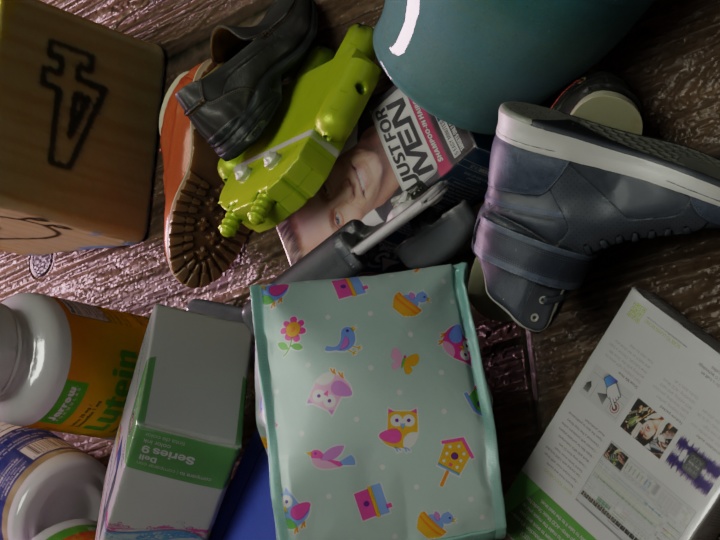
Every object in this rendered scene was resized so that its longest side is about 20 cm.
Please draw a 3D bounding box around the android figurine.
[{"bbox_3d":[-0.053,-0.109,1.365,0.182,0.041,0.201,-16,39,55],"label":"android figurine"}]

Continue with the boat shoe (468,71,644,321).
[{"bbox_3d":[0.142,-0.051,1.230,0.063,0.073,0.202,-82,18,-63],"label":"boat shoe"}]

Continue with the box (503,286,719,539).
[{"bbox_3d":[0.190,0.133,1.156,0.144,0.036,0.201,41,106,40],"label":"box"}]

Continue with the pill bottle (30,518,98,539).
[{"bbox_3d":[-0.208,0.310,1.417,0.200,0.111,0.112,41,107,40],"label":"pill bottle"}]

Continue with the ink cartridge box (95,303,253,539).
[{"bbox_3d":[-0.152,0.152,1.346,0.146,0.087,0.201,-89,14,-52],"label":"ink cartridge box"}]

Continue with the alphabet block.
[{"bbox_3d":[-0.322,-0.131,1.568,0.194,0.199,0.198,-6,75,41],"label":"alphabet block"}]

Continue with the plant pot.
[{"bbox_3d":[0.106,-0.208,1.219,0.188,0.199,0.201,-56,48,35],"label":"plant pot"}]

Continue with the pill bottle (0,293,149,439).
[{"bbox_3d":[-0.259,0.081,1.448,0.111,0.199,0.112,-12,72,39],"label":"pill bottle"}]

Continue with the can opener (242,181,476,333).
[{"bbox_3d":[0.000,0.000,1.278,0.200,0.053,0.067,-37,94,29],"label":"can opener"}]

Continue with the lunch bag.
[{"bbox_3d":[0.011,0.110,1.207,0.169,0.122,0.201,-7,69,-4],"label":"lunch bag"}]

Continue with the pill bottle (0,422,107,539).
[{"bbox_3d":[-0.322,0.190,1.549,0.199,0.111,0.112,21,94,43],"label":"pill bottle"}]

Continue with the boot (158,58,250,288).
[{"bbox_3d":[-0.143,-0.086,1.496,0.107,0.075,0.202,7,88,60],"label":"boot"}]

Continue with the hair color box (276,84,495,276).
[{"bbox_3d":[0.022,-0.069,1.339,0.200,0.060,0.100,-40,55,28],"label":"hair color box"}]

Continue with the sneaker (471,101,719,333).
[{"bbox_3d":[0.175,-0.019,1.158,0.201,0.077,0.147,17,107,9],"label":"sneaker"}]

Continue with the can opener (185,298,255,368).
[{"bbox_3d":[-0.087,0.056,1.401,0.199,0.067,0.054,10,85,42],"label":"can opener"}]

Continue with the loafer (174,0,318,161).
[{"bbox_3d":[-0.091,-0.181,1.408,0.073,0.072,0.201,-34,24,38],"label":"loafer"}]

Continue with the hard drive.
[{"bbox_3d":[-0.053,0.234,1.264,0.200,0.025,0.133,54,129,43],"label":"hard drive"}]
